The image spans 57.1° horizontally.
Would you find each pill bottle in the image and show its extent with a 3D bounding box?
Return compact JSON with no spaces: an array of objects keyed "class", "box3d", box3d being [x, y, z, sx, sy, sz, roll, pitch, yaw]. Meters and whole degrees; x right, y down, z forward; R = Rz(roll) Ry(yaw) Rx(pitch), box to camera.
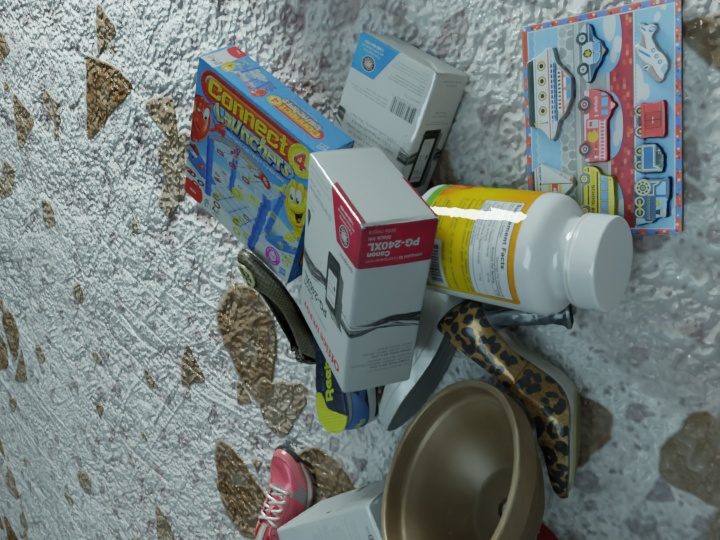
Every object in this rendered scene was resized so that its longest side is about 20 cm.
[{"class":"pill bottle","box3d":[0.150,-0.020,0.637,0.197,0.110,0.114,12,108,44]}]

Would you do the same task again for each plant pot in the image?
[{"class":"plant pot","box3d":[0.112,0.220,0.647,0.201,0.092,0.204,-45,28,32]}]

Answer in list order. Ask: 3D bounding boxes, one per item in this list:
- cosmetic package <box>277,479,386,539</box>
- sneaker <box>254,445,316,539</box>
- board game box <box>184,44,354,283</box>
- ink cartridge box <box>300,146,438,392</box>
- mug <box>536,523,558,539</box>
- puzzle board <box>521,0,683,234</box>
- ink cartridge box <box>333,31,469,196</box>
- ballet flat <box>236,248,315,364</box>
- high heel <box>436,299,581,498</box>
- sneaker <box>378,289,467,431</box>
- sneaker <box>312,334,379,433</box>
[{"class":"cosmetic package","box3d":[-0.013,0.341,0.882,0.198,0.101,0.076,-30,80,39]},{"class":"sneaker","box3d":[-0.118,0.366,0.986,0.072,0.086,0.206,10,106,37]},{"class":"board game box","box3d":[-0.118,-0.122,0.784,0.199,0.056,0.198,40,137,17]},{"class":"ink cartridge box","box3d":[0.000,0.000,0.679,0.146,0.081,0.204,-125,34,-48]},{"class":"mug","box3d":[0.148,0.350,0.677,0.175,0.198,0.137,-5,98,40]},{"class":"puzzle board","box3d":[0.222,-0.136,0.620,0.148,0.017,0.206,3,102,40]},{"class":"ink cartridge box","box3d":[0.029,-0.147,0.750,0.115,0.067,0.204,37,122,29]},{"class":"ballet flat","box3d":[-0.104,0.054,0.859,0.067,0.046,0.202,34,161,53]},{"class":"high heel","box3d":[0.153,0.129,0.685,0.139,0.071,0.206,-4,91,24]},{"class":"sneaker","box3d":[0.050,0.081,0.790,0.115,0.073,0.203,37,112,30]},{"class":"sneaker","box3d":[-0.012,0.103,0.848,0.073,0.081,0.206,-13,73,50]}]
